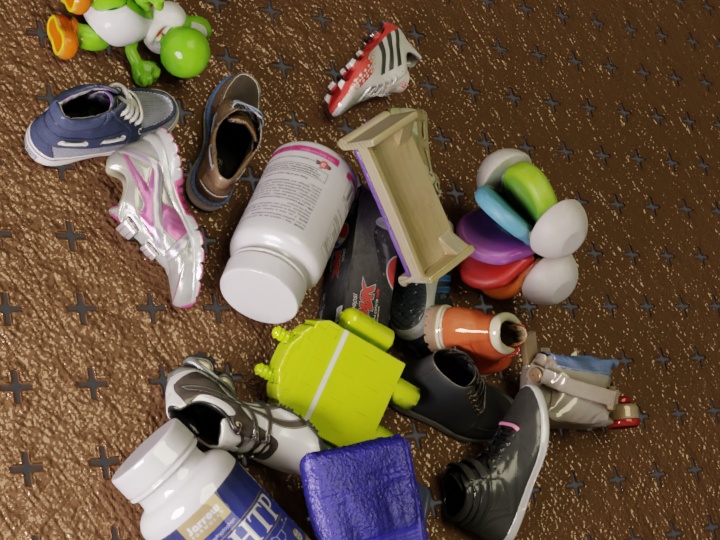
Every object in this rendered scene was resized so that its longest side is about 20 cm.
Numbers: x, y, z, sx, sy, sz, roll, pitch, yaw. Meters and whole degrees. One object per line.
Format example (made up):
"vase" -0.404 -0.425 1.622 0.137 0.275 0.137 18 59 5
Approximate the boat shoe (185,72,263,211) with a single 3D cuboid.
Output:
"boat shoe" -0.148 -0.164 1.493 0.072 0.072 0.201 26 55 -25

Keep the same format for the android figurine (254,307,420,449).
"android figurine" -0.028 0.133 1.420 0.199 0.041 0.183 29 78 -25

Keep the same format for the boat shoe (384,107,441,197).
"boat shoe" 0.078 -0.131 1.631 0.063 0.073 0.202 -5 55 -15

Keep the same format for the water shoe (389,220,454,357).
"water shoe" 0.083 0.022 1.596 0.079 0.071 0.201 60 36 -38

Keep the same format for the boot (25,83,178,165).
"boot" -0.269 -0.173 1.383 0.200 0.090 0.073 -27 86 -42

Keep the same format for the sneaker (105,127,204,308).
"sneaker" -0.229 -0.052 1.379 0.088 0.081 0.201 -15 86 -17

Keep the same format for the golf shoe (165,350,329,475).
"golf shoe" -0.126 0.176 1.329 0.199 0.078 0.095 32 29 -10

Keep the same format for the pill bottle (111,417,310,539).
"pill bottle" -0.150 0.252 1.256 0.200 0.120 0.120 48 49 -8

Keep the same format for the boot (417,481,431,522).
"boot" 0.024 0.313 1.396 0.090 0.072 0.201 43 58 -37

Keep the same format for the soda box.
"soda box" 0.000 0.000 1.532 0.070 0.063 0.201 24 56 -26

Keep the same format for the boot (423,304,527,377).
"boot" 0.166 0.091 1.554 0.200 0.107 0.076 26 66 -59

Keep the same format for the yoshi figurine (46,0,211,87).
"yoshi figurine" -0.253 -0.275 1.455 0.199 0.112 0.113 1 84 -39

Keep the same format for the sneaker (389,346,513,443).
"sneaker" 0.137 0.155 1.530 0.199 0.106 0.075 17 59 -30

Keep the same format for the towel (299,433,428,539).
"towel" 0.018 0.278 1.316 0.147 0.049 0.201 -6 77 -43

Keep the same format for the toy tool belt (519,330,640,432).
"toy tool belt" 0.289 0.144 1.643 0.199 0.125 0.124 6 73 -36

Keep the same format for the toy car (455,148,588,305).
"toy car" 0.190 -0.045 1.621 0.149 0.201 0.175 -23 52 -22

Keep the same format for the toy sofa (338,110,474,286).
"toy sofa" 0.047 -0.086 1.501 0.083 0.097 0.201 -36 112 -32

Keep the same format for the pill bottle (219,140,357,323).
"pill bottle" -0.085 -0.045 1.455 0.113 0.113 0.201 36 51 -18

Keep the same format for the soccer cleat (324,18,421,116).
"soccer cleat" 0.021 -0.260 1.675 0.085 0.069 0.200 40 45 -9

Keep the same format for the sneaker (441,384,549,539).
"sneaker" 0.161 0.227 1.506 0.099 0.071 0.201 20 82 -28
